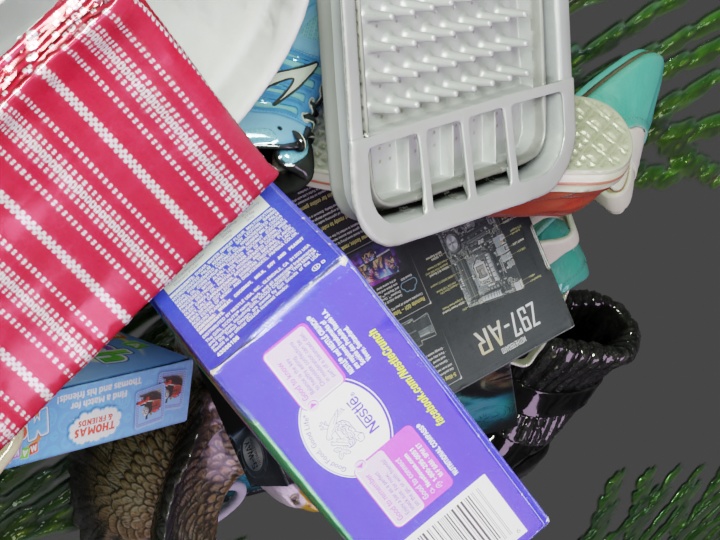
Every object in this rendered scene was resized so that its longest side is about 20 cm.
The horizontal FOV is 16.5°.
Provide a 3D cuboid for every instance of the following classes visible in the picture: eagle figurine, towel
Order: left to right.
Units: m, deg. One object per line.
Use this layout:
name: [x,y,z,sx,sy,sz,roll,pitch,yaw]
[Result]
towel: [-0.130,-0.005,0.930,0.200,0.022,0.145,-45,141,-6]
eagle figurine: [-0.087,0.105,1.364,0.200,0.151,0.152,-49,167,2]

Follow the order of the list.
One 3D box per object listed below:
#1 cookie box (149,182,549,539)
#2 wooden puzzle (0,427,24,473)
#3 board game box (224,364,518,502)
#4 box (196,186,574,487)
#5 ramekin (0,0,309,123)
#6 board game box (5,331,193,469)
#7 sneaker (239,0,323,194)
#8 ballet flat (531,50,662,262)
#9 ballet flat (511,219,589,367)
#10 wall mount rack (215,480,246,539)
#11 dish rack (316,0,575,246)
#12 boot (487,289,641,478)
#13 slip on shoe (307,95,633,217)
cookie box: [-0.026,0.036,1.073,0.075,0.200,0.171,-39,122,-3]
wooden puzzle: [-0.230,0.076,0.929,0.185,0.037,0.200,-53,136,-15]
board game box: [-0.005,0.085,1.520,0.200,0.028,0.135,-15,155,0]
box: [0.000,0.000,1.309,0.200,0.160,0.044,-28,-171,-28]
ramekin: [-0.128,-0.107,0.985,0.200,0.105,0.200,-33,155,-18]
board game box: [-0.198,0.050,1.105,0.200,0.151,0.037,-13,114,-48]
sneaker: [-0.041,-0.074,1.194,0.200,0.090,0.078,-32,156,-21]
ballet flat: [0.121,-0.049,1.494,0.200,0.070,0.067,-38,155,-7]
ballet flat: [0.072,0.050,1.600,0.200,0.070,0.067,-46,-173,10]
wall mount rack: [-0.136,0.216,1.554,0.200,0.075,0.174,-32,157,5]
dish rack: [0.035,-0.123,1.176,0.172,0.044,0.200,-19,112,-46]
boot: [0.092,0.099,1.715,0.211,0.079,0.158,-32,165,-46]
slip on shoe: [0.040,-0.058,1.276,0.200,0.074,0.061,2,148,-17]
